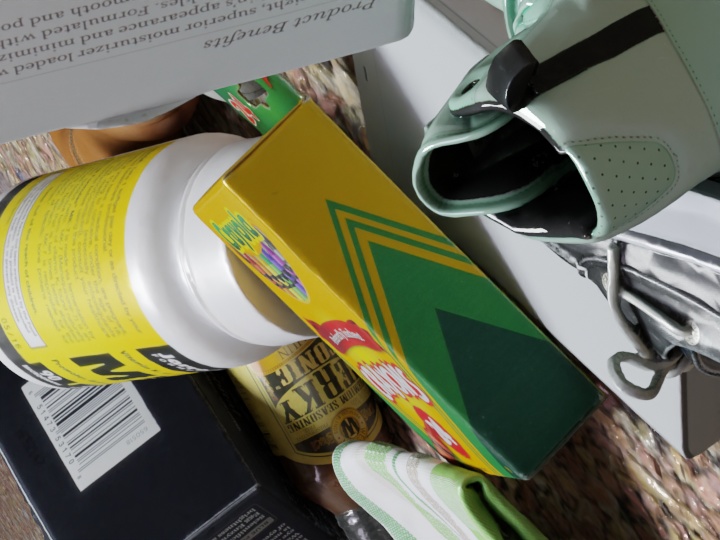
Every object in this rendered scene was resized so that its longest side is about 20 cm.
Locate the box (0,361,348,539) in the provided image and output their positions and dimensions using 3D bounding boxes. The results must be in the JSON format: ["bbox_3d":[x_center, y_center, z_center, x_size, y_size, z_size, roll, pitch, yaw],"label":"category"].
[{"bbox_3d":[-0.110,0.108,1.212,0.197,0.117,0.200,55,-176,29],"label":"box"}]

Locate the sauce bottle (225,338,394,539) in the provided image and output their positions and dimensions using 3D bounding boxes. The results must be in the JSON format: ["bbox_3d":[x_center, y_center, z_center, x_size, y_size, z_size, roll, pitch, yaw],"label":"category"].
[{"bbox_3d":[-0.023,0.076,1.142,0.200,0.065,0.065,59,162,-8],"label":"sauce bottle"}]

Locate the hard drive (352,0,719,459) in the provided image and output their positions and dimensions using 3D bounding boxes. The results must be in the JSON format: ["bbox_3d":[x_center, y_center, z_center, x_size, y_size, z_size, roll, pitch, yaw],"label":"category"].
[{"bbox_3d":[0.063,-0.034,0.793,0.200,0.026,0.132,45,158,38],"label":"hard drive"}]

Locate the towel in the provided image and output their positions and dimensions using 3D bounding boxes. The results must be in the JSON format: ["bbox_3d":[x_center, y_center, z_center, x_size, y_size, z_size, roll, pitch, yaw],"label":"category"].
[{"bbox_3d":[0.062,0.139,0.983,0.149,0.031,0.200,43,170,-11],"label":"towel"}]

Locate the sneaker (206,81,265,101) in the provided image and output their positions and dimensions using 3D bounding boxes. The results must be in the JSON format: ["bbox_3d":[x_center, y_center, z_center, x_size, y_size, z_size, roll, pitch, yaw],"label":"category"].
[{"bbox_3d":[-0.053,-0.133,0.871,0.092,0.076,0.200,41,157,33],"label":"sneaker"}]

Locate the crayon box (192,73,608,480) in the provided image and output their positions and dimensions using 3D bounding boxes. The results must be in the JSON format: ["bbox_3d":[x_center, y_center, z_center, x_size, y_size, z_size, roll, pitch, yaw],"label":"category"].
[{"bbox_3d":[0.000,0.000,0.873,0.200,0.051,0.127,45,171,-4],"label":"crayon box"}]

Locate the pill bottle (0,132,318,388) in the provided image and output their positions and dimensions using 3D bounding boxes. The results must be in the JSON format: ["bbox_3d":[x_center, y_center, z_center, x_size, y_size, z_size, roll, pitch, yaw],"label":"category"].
[{"bbox_3d":[-0.093,-0.005,1.031,0.200,0.114,0.114,-10,112,47],"label":"pill bottle"}]

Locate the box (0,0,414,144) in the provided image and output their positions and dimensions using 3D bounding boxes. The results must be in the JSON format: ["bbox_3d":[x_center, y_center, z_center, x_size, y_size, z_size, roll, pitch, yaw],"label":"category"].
[{"bbox_3d":[-0.102,-0.160,0.673,0.131,0.199,0.200,96,157,-62],"label":"box"}]

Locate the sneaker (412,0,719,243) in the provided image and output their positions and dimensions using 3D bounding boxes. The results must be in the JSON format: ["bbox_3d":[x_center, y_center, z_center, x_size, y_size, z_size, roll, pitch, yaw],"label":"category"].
[{"bbox_3d":[0.045,-0.074,0.625,0.200,0.118,0.074,34,152,54],"label":"sneaker"}]

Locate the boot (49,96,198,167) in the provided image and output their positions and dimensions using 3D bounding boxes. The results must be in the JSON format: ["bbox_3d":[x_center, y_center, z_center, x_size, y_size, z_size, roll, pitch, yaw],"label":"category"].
[{"bbox_3d":[-0.107,-0.059,1.150,0.155,0.074,0.200,61,166,-24],"label":"boot"}]

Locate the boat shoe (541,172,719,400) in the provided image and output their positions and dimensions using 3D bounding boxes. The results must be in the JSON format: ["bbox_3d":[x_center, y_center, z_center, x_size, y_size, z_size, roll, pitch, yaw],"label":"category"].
[{"bbox_3d":[0.103,0.003,0.635,0.199,0.074,0.068,22,111,42],"label":"boat shoe"}]
